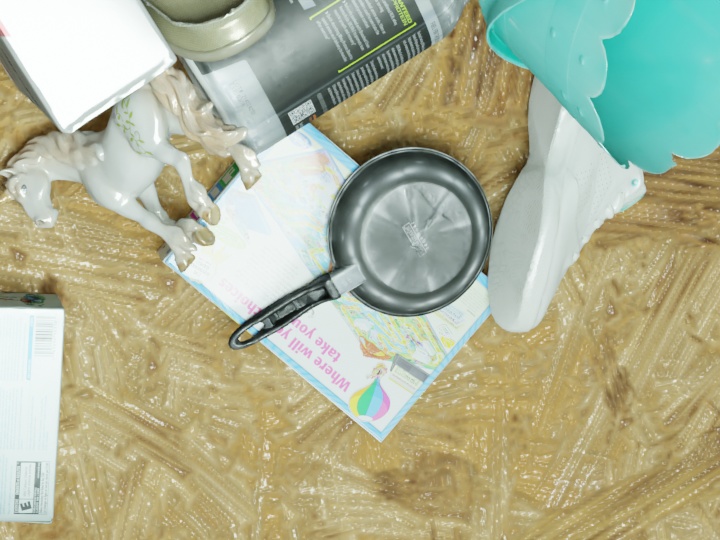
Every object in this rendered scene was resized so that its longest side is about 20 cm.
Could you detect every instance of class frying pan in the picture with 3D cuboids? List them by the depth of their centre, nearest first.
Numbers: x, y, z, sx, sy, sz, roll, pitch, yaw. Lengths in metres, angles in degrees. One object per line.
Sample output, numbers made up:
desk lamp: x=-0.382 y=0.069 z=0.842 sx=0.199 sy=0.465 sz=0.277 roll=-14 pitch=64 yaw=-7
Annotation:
frying pan: x=-0.001 y=-0.017 z=1.622 sx=0.189 sy=0.031 sz=0.116 roll=-11 pitch=103 yaw=-13

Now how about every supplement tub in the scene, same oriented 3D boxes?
supplement tub: x=-0.021 y=-0.173 z=1.567 sx=0.199 sy=0.123 sz=0.123 roll=-31 pitch=107 yaw=-3

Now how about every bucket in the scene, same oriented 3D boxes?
bucket: x=0.180 y=-0.177 z=1.534 sx=0.207 sy=0.135 sz=0.208 roll=-28 pitch=142 yaw=-24

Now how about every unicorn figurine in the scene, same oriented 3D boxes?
unicorn figurine: x=-0.148 y=-0.063 z=1.563 sx=0.137 sy=0.074 sz=0.200 roll=41 pitch=123 yaw=2

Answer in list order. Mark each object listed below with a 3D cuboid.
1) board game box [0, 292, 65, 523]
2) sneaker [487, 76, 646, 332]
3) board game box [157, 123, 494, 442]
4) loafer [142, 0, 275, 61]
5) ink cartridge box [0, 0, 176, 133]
board game box: x=-0.298 y=0.086 z=1.598 sx=0.199 sy=0.064 sz=0.148 roll=3 pitch=101 yaw=-14
sneaker: x=0.148 y=-0.049 z=1.647 sx=0.088 sy=0.075 sz=0.201 roll=18 pitch=85 yaw=-23
board game box: x=-0.018 y=0.002 z=1.653 sx=0.200 sy=0.034 sz=0.135 roll=41 pitch=91 yaw=-17
loafer: x=-0.125 y=-0.201 z=1.502 sx=0.076 sy=0.200 sz=0.068 roll=-38 pitch=144 yaw=-8
ink cartridge box: x=-0.197 y=-0.176 z=1.489 sx=0.083 sy=0.200 sz=0.147 roll=-33 pitch=108 yaw=-6
